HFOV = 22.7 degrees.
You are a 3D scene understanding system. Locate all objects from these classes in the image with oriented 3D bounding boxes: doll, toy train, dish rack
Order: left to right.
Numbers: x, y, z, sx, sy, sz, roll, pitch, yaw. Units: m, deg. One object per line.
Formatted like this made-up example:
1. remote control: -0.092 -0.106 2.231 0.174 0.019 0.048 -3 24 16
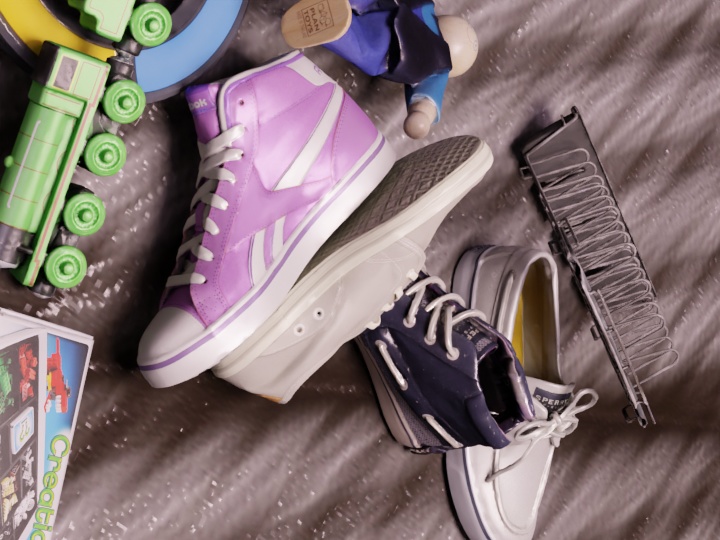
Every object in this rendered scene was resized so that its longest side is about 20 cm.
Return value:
1. toy train: -0.142 -0.084 0.906 0.056 0.042 0.201 18 95 -30
2. doll: 0.015 -0.142 1.062 0.200 0.048 0.137 5 60 -63
3. dish rack: 0.157 0.000 1.149 0.200 0.054 0.154 -98 162 -64

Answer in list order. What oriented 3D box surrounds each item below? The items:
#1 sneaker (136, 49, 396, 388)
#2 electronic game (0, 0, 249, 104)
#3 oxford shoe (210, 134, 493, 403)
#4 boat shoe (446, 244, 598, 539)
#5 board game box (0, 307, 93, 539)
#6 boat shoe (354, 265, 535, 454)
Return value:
1. sneaker: -0.078 -0.037 0.983 0.114 0.073 0.201 49 62 -21
2. electronic game: -0.132 -0.187 0.950 0.199 0.042 0.201 1 88 -44
3. oxford shoe: 0.000 0.000 1.013 0.200 0.075 0.058 -43 111 -1
4. boat shoe: 0.110 0.084 1.149 0.074 0.086 0.203 4 86 -44
5. board game box: -0.208 0.114 0.874 0.126 0.035 0.201 21 75 -41
6. boat shoe: 0.037 0.022 1.073 0.075 0.092 0.201 -45 117 -35
